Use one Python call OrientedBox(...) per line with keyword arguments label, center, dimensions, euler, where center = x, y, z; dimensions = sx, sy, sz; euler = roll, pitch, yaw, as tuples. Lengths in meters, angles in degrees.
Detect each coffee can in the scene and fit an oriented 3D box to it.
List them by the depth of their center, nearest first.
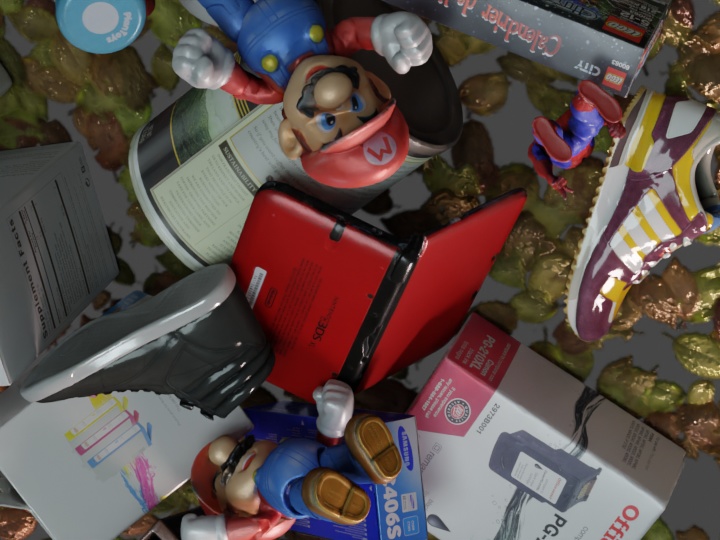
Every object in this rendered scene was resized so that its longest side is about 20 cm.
OrientedBox(label="coffee can", center=(-0.048, -0.098, 1.449), dimensions=(0.200, 0.146, 0.147), euler=(-35, 100, 29))

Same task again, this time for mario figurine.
OrientedBox(label="mario figurine", center=(-0.038, -0.143, 1.280), dimensions=(0.123, 0.106, 0.200), euler=(-41, 79, 31))
OrientedBox(label="mario figurine", center=(-0.065, 0.142, 1.449), dimensions=(0.200, 0.123, 0.107), euler=(-18, 83, 54))

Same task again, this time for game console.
OrientedBox(label="game console", center=(0.000, 0.000, 1.459), dimensions=(0.172, 0.119, 0.200), euler=(26, 140, 1))

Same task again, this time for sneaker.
OrientedBox(label="sneaker", center=(0.207, -0.027, 1.436), dimensions=(0.090, 0.075, 0.201), euler=(20, 120, 12))
OrientedBox(label="sneaker", center=(-0.149, 0.077, 1.451), dimensions=(0.199, 0.071, 0.099), euler=(-25, 115, 25))

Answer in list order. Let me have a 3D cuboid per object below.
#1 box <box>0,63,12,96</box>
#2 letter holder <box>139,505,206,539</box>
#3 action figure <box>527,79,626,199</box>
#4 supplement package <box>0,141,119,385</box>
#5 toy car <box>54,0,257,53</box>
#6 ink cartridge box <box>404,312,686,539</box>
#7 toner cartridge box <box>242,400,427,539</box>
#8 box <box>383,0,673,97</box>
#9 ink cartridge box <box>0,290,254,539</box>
OrientedBox(label="box", center=(-0.408, -0.122, 1.532), dimensions=(0.198, 0.200, 0.131), euler=(-24, 107, 27))
OrientedBox(label="letter holder", center=(-0.144, 0.268, 1.561), dimensions=(0.101, 0.200, 0.142), euler=(45, 95, 8))
OrientedBox(label="action figure", center=(0.144, -0.089, 1.368), dimensions=(0.065, 0.200, 0.052), euler=(-43, 88, 3))
OrientedBox(label="supplement package", center=(-0.290, -0.003, 1.547), dimensions=(0.121, 0.200, 0.120), euler=(-5, 112, 22))
OrientedBox(label="toy car", center=(-0.107, -0.242, 1.418), dimensions=(0.199, 0.185, 0.177), euler=(13, 121, -21))
OrientedBox(label="ink cartridge box", center=(0.125, 0.153, 1.543), dimensions=(0.200, 0.084, 0.145), euler=(33, 122, 2))
OrientedBox(label="toner cartridge box", center=(-0.023, 0.154, 1.542), dimensions=(0.200, 0.043, 0.096), euler=(1, 99, 59))
OrientedBox(label="box", center=(0.105, -0.191, 1.358), dimensions=(0.199, 0.137, 0.038), euler=(23, 119, 7))
OrientedBox(label="ink cartridge box", center=(-0.206, 0.127, 1.566), dimensions=(0.200, 0.129, 0.125), euler=(-38, 102, -9))
